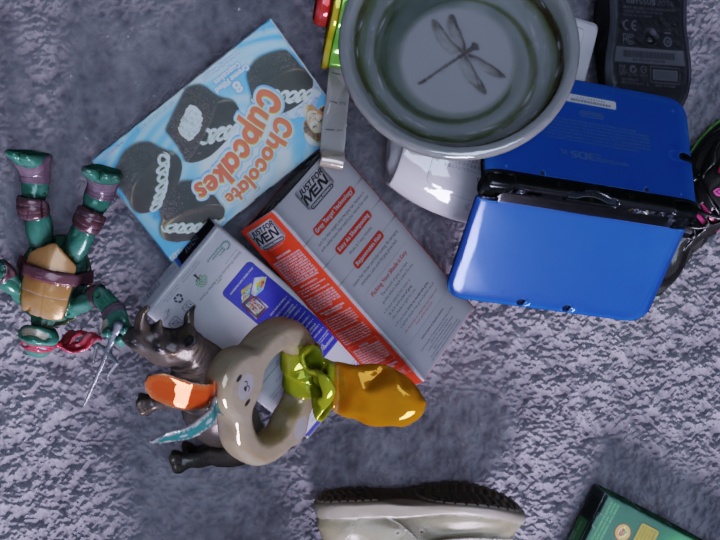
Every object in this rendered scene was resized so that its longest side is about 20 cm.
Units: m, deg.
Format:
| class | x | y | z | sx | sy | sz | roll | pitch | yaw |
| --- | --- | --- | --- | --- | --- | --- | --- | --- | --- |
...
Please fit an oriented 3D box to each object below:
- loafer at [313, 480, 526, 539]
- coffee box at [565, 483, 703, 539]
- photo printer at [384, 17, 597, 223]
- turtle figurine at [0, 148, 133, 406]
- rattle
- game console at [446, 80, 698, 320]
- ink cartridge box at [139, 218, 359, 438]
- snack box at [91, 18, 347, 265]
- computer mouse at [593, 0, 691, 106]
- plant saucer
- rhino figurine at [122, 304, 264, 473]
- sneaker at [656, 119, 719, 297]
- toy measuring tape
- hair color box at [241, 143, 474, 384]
| class | x | y | z | sx | sy | sz | roll | pitch | yaw |
| --- | --- | --- | --- | --- | --- | --- | --- | --- | --- |
| loafer | 0.054 | 0.238 | 1.166 | 0.196 | 0.076 | 0.069 | 1 | 98 | -1 |
| coffee box | 0.288 | 0.308 | 1.228 | 0.198 | 0.044 | 0.124 | 27 | 92 | -12 |
| photo printer | 0.114 | -0.143 | 1.131 | 0.164 | 0.069 | 0.203 | 13 | 95 | -13 |
| turtle figurine | -0.265 | 0.005 | 1.064 | 0.147 | 0.101 | 0.203 | 8 | 98 | -17 |
| rattle | -0.061 | 0.114 | 1.012 | 0.142 | 0.199 | 0.131 | 33 | 98 | 25 |
| game console | 0.182 | -0.065 | 1.112 | 0.197 | 0.118 | 0.173 | 8 | 65 | -15 |
| ink cartridge box | -0.090 | 0.054 | 1.120 | 0.200 | 0.039 | 0.100 | 42 | 88 | -24 |
| snack box | -0.123 | -0.113 | 1.108 | 0.199 | 0.037 | 0.117 | -39 | 102 | -4 |
| computer mouse | 0.263 | -0.229 | 1.163 | 0.136 | 0.053 | 0.203 | 7 | 85 | -13 |
| plant saucer | 0.080 | -0.178 | 1.042 | 0.197 | 0.050 | 0.203 | 0 | 72 | 1 |
| rhino figurine | -0.143 | 0.099 | 1.072 | 0.086 | 0.060 | 0.202 | -13 | 129 | 10 |
| sneaker | 0.316 | -0.065 | 1.170 | 0.076 | 0.084 | 0.201 | 35 | 89 | -11 |
| toy measuring tape | -0.011 | -0.191 | 1.077 | 0.072 | 0.074 | 0.203 | 10 | 74 | -11 |
| hair color box | 0.000 | 0.000 | 1.112 | 0.200 | 0.061 | 0.102 | 49 | 53 | -12 |
